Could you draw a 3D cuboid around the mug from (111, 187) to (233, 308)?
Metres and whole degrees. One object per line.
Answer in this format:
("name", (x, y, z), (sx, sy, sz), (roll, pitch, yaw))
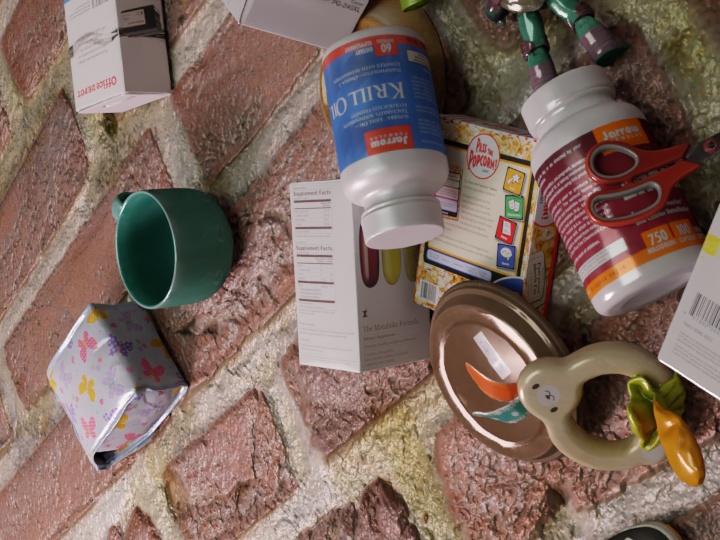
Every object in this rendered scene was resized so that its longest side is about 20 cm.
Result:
("mug", (-0.244, -0.046, 1.541), (0.152, 0.113, 0.188), (-35, 69, 45))

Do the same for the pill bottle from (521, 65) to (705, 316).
("pill bottle", (0.219, -0.072, 1.022), (0.113, 0.112, 0.203), (-38, 68, 43))

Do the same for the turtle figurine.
("turtle figurine", (0.161, -0.268, 1.079), (0.149, 0.100, 0.203), (-33, 76, 45))

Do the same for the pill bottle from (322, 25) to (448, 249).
("pill bottle", (0.029, -0.130, 1.163), (0.112, 0.111, 0.204), (-25, 70, 46))

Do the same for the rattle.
("rattle", (0.187, 0.139, 1.016), (0.144, 0.196, 0.132), (-78, -1, -49))

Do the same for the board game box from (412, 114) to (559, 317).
("board game box", (0.130, -0.045, 1.174), (0.150, 0.046, 0.204), (22, 111, 45))

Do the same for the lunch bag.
("lunch bag", (-0.365, 0.169, 1.700), (0.201, 0.126, 0.171), (-50, 61, 28))

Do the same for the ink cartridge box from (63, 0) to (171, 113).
("ink cartridge box", (-0.346, -0.334, 1.638), (0.143, 0.083, 0.204), (-7, 89, 49))

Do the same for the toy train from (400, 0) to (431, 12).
("toy train", (0.041, -0.322, 1.208), (0.198, 0.084, 0.118), (-15, 98, 41))

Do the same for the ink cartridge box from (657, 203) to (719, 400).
("ink cartridge box", (0.345, 0.015, 0.915), (0.145, 0.083, 0.203), (37, 121, 38))

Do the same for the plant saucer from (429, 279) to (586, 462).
("plant saucer", (0.137, 0.106, 1.152), (0.199, 0.029, 0.203), (33, 137, 36))

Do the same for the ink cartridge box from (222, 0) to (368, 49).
("ink cartridge box", (-0.097, -0.338, 1.287), (0.084, 0.143, 0.201), (-60, 43, 27))

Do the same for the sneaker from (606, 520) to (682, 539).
("sneaker", (0.218, 0.299, 1.093), (0.200, 0.087, 0.077), (-41, 64, 41))

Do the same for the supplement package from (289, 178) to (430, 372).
("supplement package", (0.000, 0.000, 1.275), (0.109, 0.113, 0.204), (2, 97, 49))

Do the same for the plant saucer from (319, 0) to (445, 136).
("plant saucer", (0.012, -0.209, 1.292), (0.198, 0.035, 0.204), (8, 101, 48))

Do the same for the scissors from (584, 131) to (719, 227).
("scissors", (0.277, -0.089, 0.946), (0.197, 0.014, 0.074), (-14, 73, 10))
